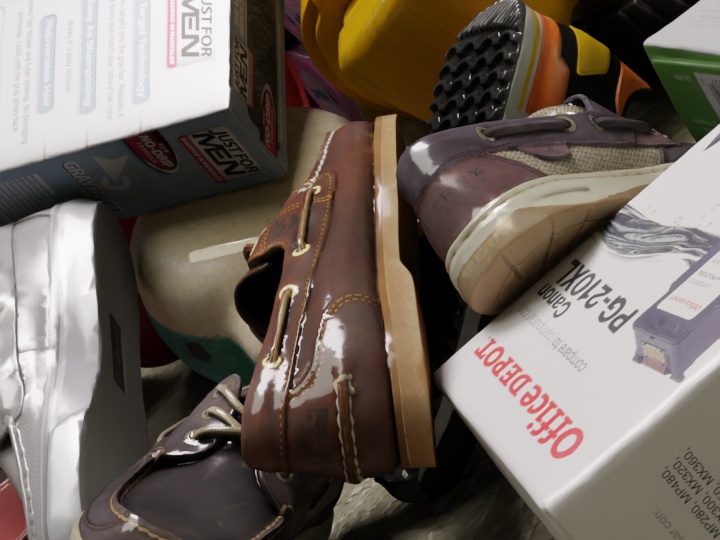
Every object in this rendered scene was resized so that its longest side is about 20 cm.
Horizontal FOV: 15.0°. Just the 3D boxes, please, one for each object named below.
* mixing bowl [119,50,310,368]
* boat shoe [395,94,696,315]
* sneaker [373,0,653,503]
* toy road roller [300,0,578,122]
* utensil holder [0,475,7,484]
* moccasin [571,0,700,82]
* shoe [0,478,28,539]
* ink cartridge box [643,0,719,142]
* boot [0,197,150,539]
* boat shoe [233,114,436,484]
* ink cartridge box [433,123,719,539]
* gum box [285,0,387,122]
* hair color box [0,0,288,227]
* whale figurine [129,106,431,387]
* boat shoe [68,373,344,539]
[{"bbox_3d":[-0.093,-0.067,1.307,0.108,0.200,0.200,-25,24,28],"label":"mixing bowl"},{"bbox_3d":[0.079,-0.031,0.986,0.072,0.065,0.200,-46,-17,28],"label":"boat shoe"},{"bbox_3d":[0.065,-0.001,1.062,0.070,0.090,0.201,-9,64,62],"label":"sneaker"},{"bbox_3d":[0.054,-0.144,1.146,0.200,0.122,0.146,-51,26,32],"label":"toy road roller"},{"bbox_3d":[-0.231,0.067,1.323,0.170,0.170,0.200,-16,32,49],"label":"utensil holder"},{"bbox_3d":[0.147,-0.122,1.177,0.078,0.074,0.201,-58,14,-17],"label":"moccasin"},{"bbox_3d":[-0.188,0.133,1.197,0.071,0.091,0.200,2,46,47],"label":"shoe"},{"bbox_3d":[0.216,-0.117,1.035,0.200,0.059,0.104,-38,18,-12],"label":"ink cartridge box"},{"bbox_3d":[-0.140,0.060,1.105,0.095,0.074,0.201,-16,43,11],"label":"boot"},{"bbox_3d":[-0.011,0.005,0.974,0.070,0.071,0.200,-8,28,4],"label":"boat shoe"},{"bbox_3d":[0.134,0.018,0.867,0.200,0.084,0.145,-41,18,0],"label":"ink cartridge box"},{"bbox_3d":[0.007,-0.151,1.323,0.113,0.066,0.200,-44,-25,-10],"label":"gum box"},{"bbox_3d":[-0.133,-0.071,1.185,0.199,0.061,0.099,-14,57,20],"label":"hair color box"},{"bbox_3d":[0.000,0.000,1.179,0.199,0.104,0.159,2,41,28],"label":"whale figurine"},{"bbox_3d":[-0.048,0.073,0.985,0.200,0.074,0.074,-32,-33,-78],"label":"boat shoe"}]
